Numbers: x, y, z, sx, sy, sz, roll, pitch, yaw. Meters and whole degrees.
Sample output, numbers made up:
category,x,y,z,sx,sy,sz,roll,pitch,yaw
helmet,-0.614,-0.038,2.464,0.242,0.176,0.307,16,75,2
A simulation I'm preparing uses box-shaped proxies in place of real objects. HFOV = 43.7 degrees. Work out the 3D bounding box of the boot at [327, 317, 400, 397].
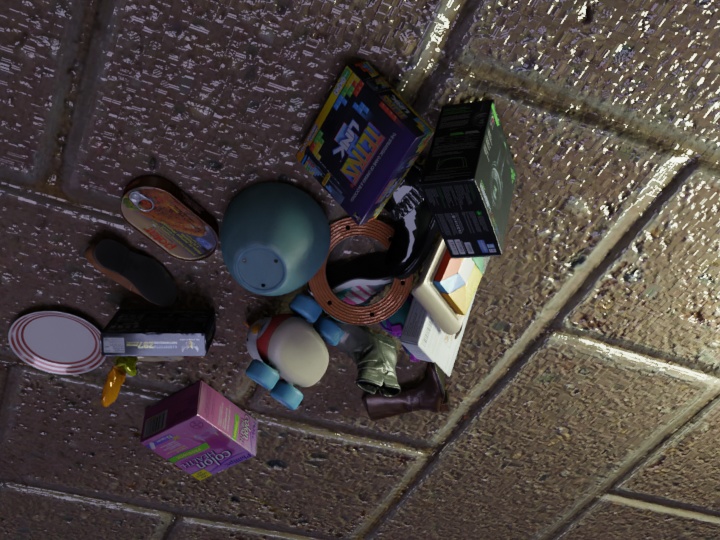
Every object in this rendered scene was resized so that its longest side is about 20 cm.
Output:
category,x,y,z,sx,sy,sz,roll,pitch,yaw
boot,-0.002,0.178,1.828,0.199,0.131,0.068,21,131,-22

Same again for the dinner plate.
category,x,y,z,sx,sy,sz,roll,pitch,yaw
dinner plate,-0.622,0.145,1.851,0.198,0.024,0.201,-1,136,-1

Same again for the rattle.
category,x,y,z,sx,sy,sz,roll,pitch,yaw
rattle,-0.415,0.202,1.826,0.198,0.144,0.131,9,145,-12

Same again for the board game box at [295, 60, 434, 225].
category,x,y,z,sx,sy,sz,roll,pitch,yaw
board game box,0.002,-0.200,1.430,0.057,0.165,0.200,-26,157,-47

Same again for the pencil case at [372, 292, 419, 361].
category,x,y,z,sx,sy,sz,roll,pitch,yaw
pencil case,0.093,0.109,1.747,0.084,0.093,0.200,4,162,21

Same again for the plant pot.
category,x,y,z,sx,sy,sz,roll,pitch,yaw
plant pot,-0.160,-0.034,1.565,0.198,0.135,0.202,4,120,7

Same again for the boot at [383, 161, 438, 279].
category,x,y,z,sx,sy,sz,roll,pitch,yaw
boot,0.056,-0.098,1.544,0.157,0.079,0.212,19,106,-28

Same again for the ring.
category,x,y,z,sx,sy,sz,roll,pitch,yaw
ring,0.000,0.000,1.651,0.198,0.019,0.202,1,98,9

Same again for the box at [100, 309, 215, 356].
category,x,y,z,sx,sy,sz,roll,pitch,yaw
box,-0.388,0.119,1.739,0.198,0.158,0.052,1,105,-3

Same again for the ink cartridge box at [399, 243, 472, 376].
category,x,y,z,sx,sy,sz,roll,pitch,yaw
ink cartridge box,0.151,0.077,1.685,0.043,0.201,0.174,10,159,29

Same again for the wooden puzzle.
category,x,y,z,sx,sy,sz,roll,pitch,yaw
wooden puzzle,0.179,-0.003,1.607,0.037,0.201,0.185,18,161,36

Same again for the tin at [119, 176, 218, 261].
category,x,y,z,sx,sy,sz,roll,pitch,yaw
tin,-0.341,-0.091,1.610,0.112,0.042,0.200,-31,129,21

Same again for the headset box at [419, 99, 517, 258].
category,x,y,z,sx,sy,sz,roll,pitch,yaw
headset box,0.182,-0.152,1.458,0.092,0.201,0.175,-3,137,25

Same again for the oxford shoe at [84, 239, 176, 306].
category,x,y,z,sx,sy,sz,roll,pitch,yaw
oxford shoe,-0.433,0.004,1.697,0.071,0.072,0.200,-5,144,46

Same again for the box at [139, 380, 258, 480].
category,x,y,z,sx,sy,sz,roll,pitch,yaw
box,-0.363,0.366,2.032,0.175,0.097,0.200,-27,131,23

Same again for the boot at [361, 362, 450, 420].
category,x,y,z,sx,sy,sz,roll,pitch,yaw
boot,0.090,0.265,1.977,0.198,0.065,0.187,-6,134,10

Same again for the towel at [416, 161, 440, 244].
category,x,y,z,sx,sy,sz,roll,pitch,yaw
towel,0.112,-0.111,1.622,0.086,0.018,0.200,-25,130,15

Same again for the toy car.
category,x,y,z,sx,sy,sz,roll,pitch,yaw
toy car,-0.173,0.138,1.766,0.199,0.185,0.177,20,161,39

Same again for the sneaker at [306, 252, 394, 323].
category,x,y,z,sx,sy,sz,roll,pitch,yaw
sneaker,0.008,0.043,1.725,0.198,0.084,0.121,-14,137,9
